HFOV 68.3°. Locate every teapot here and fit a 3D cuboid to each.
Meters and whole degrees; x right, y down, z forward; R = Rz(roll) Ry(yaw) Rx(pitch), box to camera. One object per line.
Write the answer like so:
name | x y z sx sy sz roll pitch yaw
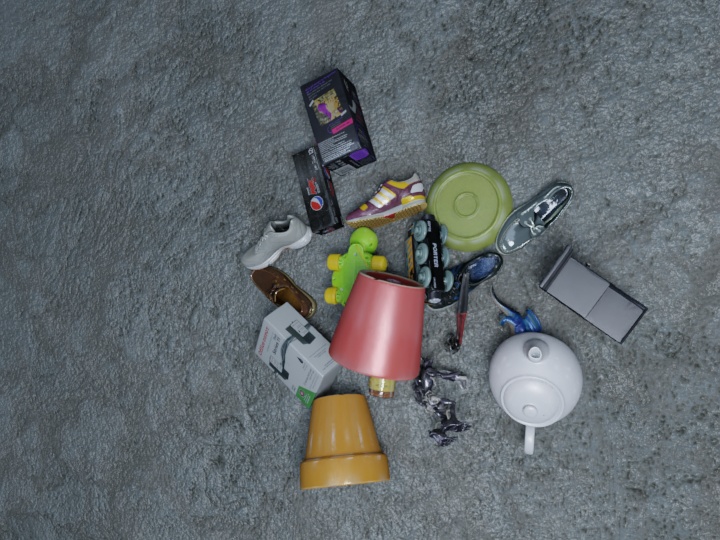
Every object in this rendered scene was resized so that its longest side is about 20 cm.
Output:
teapot | 0.338 0.235 1.042 0.200 0.147 0.197 43 126 -6

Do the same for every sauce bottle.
sauce bottle | 0.058 0.186 1.219 0.065 0.066 0.205 6 87 19

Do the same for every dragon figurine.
dragon figurine | 0.346 0.113 1.120 0.098 0.059 0.203 -22 85 15

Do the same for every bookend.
bookend | 0.449 0.051 1.014 0.198 0.199 0.093 38 99 18

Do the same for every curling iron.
curling iron | 0.214 0.097 1.139 0.025 0.049 0.204 25 122 31

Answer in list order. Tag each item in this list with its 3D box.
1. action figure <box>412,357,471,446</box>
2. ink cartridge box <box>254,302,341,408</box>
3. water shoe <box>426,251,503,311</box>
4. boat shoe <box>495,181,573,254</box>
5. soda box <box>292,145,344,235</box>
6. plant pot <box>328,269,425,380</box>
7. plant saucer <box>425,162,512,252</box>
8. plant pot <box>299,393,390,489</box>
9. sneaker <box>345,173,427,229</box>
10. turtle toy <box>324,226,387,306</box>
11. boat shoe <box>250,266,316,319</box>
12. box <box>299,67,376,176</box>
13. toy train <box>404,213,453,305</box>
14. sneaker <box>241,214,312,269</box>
action figure | 0.173 0.274 1.153 0.202 0.100 0.120 -105 34 -47
ink cartridge box | -0.148 0.198 1.248 0.199 0.083 0.148 41 136 18
water shoe | 0.218 0.018 1.161 0.199 0.079 0.072 -36 76 14
boat shoe | 0.365 -0.109 1.118 0.200 0.062 0.073 -43 92 11
soda box | -0.103 -0.193 1.294 0.070 0.063 0.204 -17 81 18
plant pot | 0.046 0.102 1.081 0.197 0.200 0.181 16 98 19
plant saucer | 0.239 -0.144 1.188 0.196 0.031 0.205 -1 87 19
plant pot | -0.041 0.380 1.187 0.197 0.200 0.187 -13 68 18
sneaker | 0.054 -0.160 1.238 0.196 0.075 0.092 -15 74 12
turtle toy | 0.000 0.000 1.227 0.143 0.101 0.205 3 88 18
boat shoe | -0.198 0.050 1.313 0.198 0.067 0.073 34 98 18
box | -0.051 -0.345 1.252 0.104 0.122 0.204 -19 81 18
toy train | 0.140 -0.019 1.166 0.114 0.084 0.204 -37 51 56
sneaker | -0.221 -0.078 1.306 0.198 0.092 0.077 -28 48 12
